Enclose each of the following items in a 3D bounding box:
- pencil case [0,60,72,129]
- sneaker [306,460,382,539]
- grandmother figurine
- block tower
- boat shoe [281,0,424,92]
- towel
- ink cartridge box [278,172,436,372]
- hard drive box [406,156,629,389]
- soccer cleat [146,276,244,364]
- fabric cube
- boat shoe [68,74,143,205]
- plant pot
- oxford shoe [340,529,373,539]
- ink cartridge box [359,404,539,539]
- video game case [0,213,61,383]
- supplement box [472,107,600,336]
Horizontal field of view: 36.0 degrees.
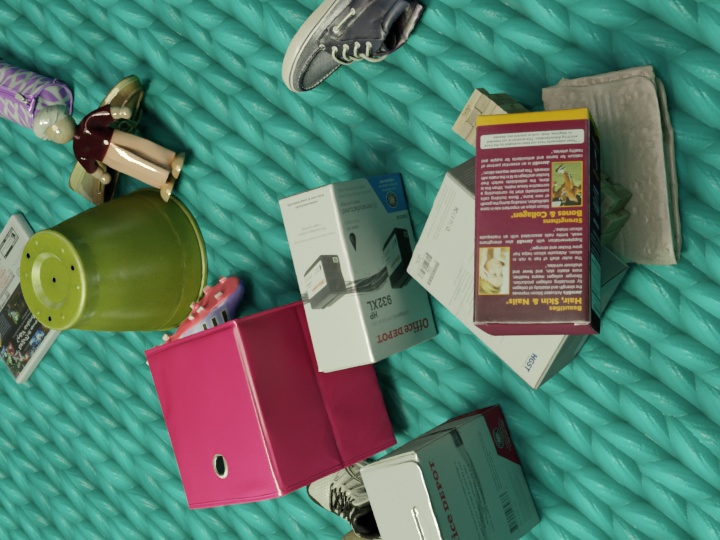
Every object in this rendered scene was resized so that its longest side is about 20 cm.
[{"bbox_3d":[-0.510,-0.258,1.623,0.198,0.085,0.085,20,108,31],"label":"pencil case"},{"bbox_3d":[0.002,0.283,1.361,0.198,0.087,0.077,5,103,36],"label":"sneaker"},{"bbox_3d":[-0.333,-0.166,1.463,0.198,0.061,0.122,20,112,-15],"label":"grandmother figurine"},{"bbox_3d":[0.189,-0.109,1.139,0.200,0.058,0.054,43,120,21],"label":"block tower"},{"bbox_3d":[-0.011,-0.264,1.276,0.093,0.074,0.201,53,122,24],"label":"boat shoe"},{"bbox_3d":[0.258,-0.104,1.144,0.131,0.034,0.203,-3,96,37],"label":"towel"},{"bbox_3d":[0.000,0.000,1.274,0.083,0.144,0.203,-13,91,35],"label":"ink cartridge box"},{"bbox_3d":[0.160,-0.001,1.177,0.200,0.076,0.157,44,140,21],"label":"hard drive box"},{"bbox_3d":[-0.209,0.085,1.497,0.076,0.067,0.200,38,116,-18],"label":"soccer cleat"},{"bbox_3d":[-0.109,0.153,1.333,0.195,0.199,0.202,-18,88,45],"label":"fabric cube"},{"bbox_3d":[-0.339,-0.177,1.530,0.063,0.073,0.202,36,116,5],"label":"boat shoe"},{"bbox_3d":[-0.342,0.000,1.485,0.198,0.192,0.204,7,103,33],"label":"plant pot"},{"bbox_3d":[0.054,0.385,1.350,0.199,0.073,0.072,30,114,27],"label":"oxford shoe"},{"bbox_3d":[0.100,0.248,1.215,0.083,0.199,0.147,-21,87,35],"label":"ink cartridge box"},{"bbox_3d":[-0.532,0.045,1.732,0.183,0.023,0.200,52,122,16],"label":"video game case"},{"bbox_3d":[0.169,-0.042,1.050,0.109,0.086,0.203,-2,80,20],"label":"supplement box"}]
